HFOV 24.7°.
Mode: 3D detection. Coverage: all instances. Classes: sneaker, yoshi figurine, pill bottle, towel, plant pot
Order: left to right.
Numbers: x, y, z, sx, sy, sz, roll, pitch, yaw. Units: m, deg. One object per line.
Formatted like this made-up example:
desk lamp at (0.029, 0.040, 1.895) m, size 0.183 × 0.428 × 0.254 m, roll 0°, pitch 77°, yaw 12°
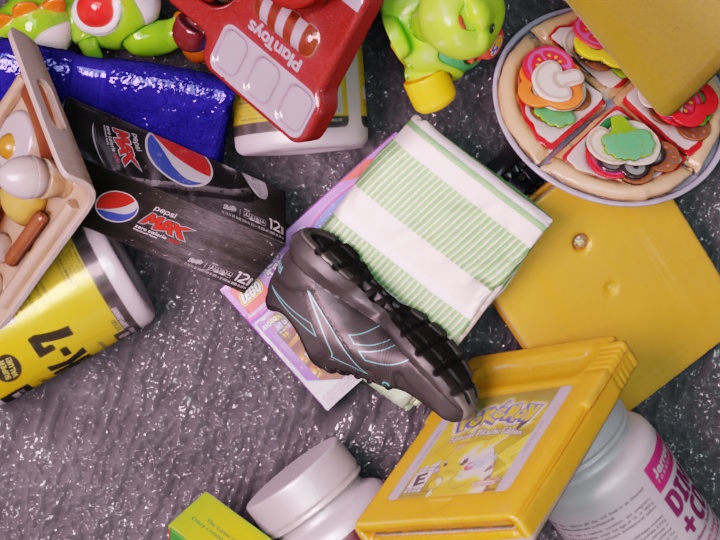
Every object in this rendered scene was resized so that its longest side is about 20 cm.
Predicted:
pill bottle at (-0.278, 0.039, 1.332) m, size 0.200 × 0.114 × 0.115 m, roll -29°, pitch 93°, yaw -2°
yoshi figurine at (-0.227, -0.197, 1.353) m, size 0.199 × 0.112 × 0.112 m, roll -12°, pitch 125°, yaw -14°
towel at (-0.206, -0.110, 1.322) m, size 0.199 × 0.148 × 0.050 m, roll 8°, pitch 51°, yaw -6°
pill bottle at (-0.054, -0.196, 1.341) m, size 0.111 × 0.111 × 0.201 m, roll -4°, pitch 91°, yaw -3°
pill bottle at (0.004, 0.244, 1.352) m, size 0.114 × 0.114 × 0.200 m, roll -38°, pitch 93°, yaw -2°
sneaker at (0.008, 0.055, 1.305) m, size 0.200 × 0.075 × 0.079 m, roll 44°, pitch 111°, yaw 13°
towel at (0.040, -0.006, 1.333) m, size 0.152 × 0.023 × 0.200 m, roll 38°, pitch 101°, yaw 4°
pill bottle at (0.212, 0.187, 1.341) m, size 0.113 × 0.113 × 0.200 m, roll -38°, pitch 109°, yaw -2°
plant pot at (0.279, -0.279, 1.290) m, size 0.200 × 0.176 × 0.200 m, roll -42°, pitch 93°, yaw -29°

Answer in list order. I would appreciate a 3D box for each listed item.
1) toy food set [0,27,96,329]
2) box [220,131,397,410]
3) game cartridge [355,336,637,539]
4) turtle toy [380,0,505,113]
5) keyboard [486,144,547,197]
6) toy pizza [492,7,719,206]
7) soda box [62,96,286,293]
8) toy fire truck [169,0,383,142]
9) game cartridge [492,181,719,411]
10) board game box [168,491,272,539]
toy food set at (-0.279, -0.061, 1.233) m, size 0.200 × 0.060 × 0.144 m, roll -47°, pitch 55°, yaw 33°
box at (0.000, 0.000, 1.384) m, size 0.200 × 0.039 × 0.137 m, roll -41°, pitch 94°, yaw -1°
game cartridge at (0.106, 0.131, 1.274) m, size 0.032 × 0.176 × 0.200 m, roll 52°, pitch 51°, yaw -21°
turtle toy at (0.063, -0.208, 1.306) m, size 0.101 × 0.200 × 0.146 m, roll -23°, pitch 108°, yaw 9°
keyboard at (0.198, -0.084, 1.404) m, size 0.200 × 0.021 × 0.127 m, roll -41°, pitch 93°, yaw -1°
toy pizza at (0.208, -0.142, 1.350) m, size 0.199 × 0.032 × 0.201 m, roll 4°, pitch 60°, yaw -6°
soda box at (-0.158, -0.058, 1.299) m, size 0.200 × 0.063 × 0.071 m, roll 23°, pitch 130°, yaw -25°
toy fire truck at (-0.076, -0.214, 1.239) m, size 0.200 × 0.112 × 0.168 m, roll 40°, pitch 119°, yaw 19°
game cartridge at (0.205, 0.013, 1.382) m, size 0.176 × 0.032 × 0.200 m, roll -36°, pitch 106°, yaw -6°
board game box at (-0.065, 0.274, 1.314) m, size 0.200 × 0.102 × 0.048 m, roll 32°, pitch 50°, yaw 23°
